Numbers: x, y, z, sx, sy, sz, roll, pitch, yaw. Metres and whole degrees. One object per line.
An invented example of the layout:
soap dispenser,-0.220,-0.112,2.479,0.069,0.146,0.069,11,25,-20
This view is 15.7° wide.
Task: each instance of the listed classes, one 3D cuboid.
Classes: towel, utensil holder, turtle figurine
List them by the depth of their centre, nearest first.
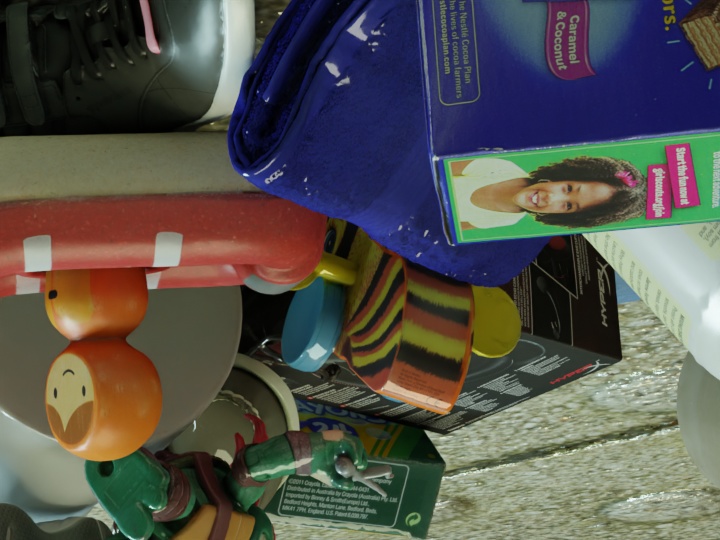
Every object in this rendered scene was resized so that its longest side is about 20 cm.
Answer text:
towel,0.037,-0.079,1.066,0.148,0.050,0.200,-54,144,8
turtle figurine,-0.074,0.130,1.211,0.100,0.151,0.200,25,-175,31
utensil holder,-0.169,0.043,1.305,0.169,0.171,0.200,5,159,-26

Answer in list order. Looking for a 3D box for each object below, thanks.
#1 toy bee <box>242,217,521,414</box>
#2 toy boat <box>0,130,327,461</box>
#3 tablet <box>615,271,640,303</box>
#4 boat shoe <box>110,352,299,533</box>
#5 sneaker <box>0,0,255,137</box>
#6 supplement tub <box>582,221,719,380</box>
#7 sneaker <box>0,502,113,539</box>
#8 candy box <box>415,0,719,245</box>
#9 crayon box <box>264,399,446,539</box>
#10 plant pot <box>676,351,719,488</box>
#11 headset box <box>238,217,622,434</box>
toy bee,0.000,0.000,1.205,0.130,0.109,0.199,19,177,-41
toy boat,-0.113,0.014,1.090,0.198,0.132,0.131,-2,174,-9
tablet,0.060,0.008,1.500,0.198,0.014,0.130,-9,161,12
boat shoe,-0.087,0.119,1.366,0.072,0.060,0.202,33,138,4
sneaker,-0.108,-0.089,1.057,0.098,0.071,0.200,-3,167,-21
supplement tub,0.149,-0.048,0.978,0.145,0.200,0.145,-34,157,-17
sneaker,-0.172,0.157,1.277,0.080,0.071,0.200,-17,159,16
candy box,0.119,-0.107,0.886,0.198,0.170,0.077,-6,157,6
crayon box,-0.040,0.085,1.519,0.125,0.052,0.200,8,-162,-19
plant pot,0.282,0.081,1.531,0.199,0.202,0.173,7,175,-32
headset box,0.018,0.017,1.389,0.199,0.076,0.148,15,151,-37
